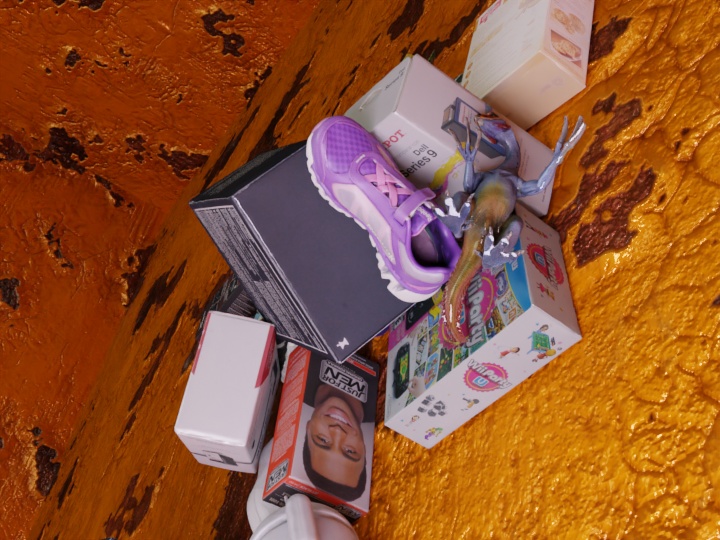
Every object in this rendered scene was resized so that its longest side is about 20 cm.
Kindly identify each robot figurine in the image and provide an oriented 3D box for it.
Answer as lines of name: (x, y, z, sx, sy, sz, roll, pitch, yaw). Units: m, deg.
robot figurine: (-0.045, 0.290, 0.710, 0.200, 0.112, 0.171, -126, 33, -67)

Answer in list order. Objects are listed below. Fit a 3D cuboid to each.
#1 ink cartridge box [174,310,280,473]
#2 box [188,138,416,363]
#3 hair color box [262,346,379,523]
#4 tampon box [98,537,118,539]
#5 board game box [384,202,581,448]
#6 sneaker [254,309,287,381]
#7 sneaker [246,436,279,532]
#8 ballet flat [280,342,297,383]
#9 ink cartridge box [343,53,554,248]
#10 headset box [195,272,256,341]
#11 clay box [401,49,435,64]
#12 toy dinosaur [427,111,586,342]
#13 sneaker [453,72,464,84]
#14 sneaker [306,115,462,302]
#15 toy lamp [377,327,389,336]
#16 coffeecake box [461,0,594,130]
ink cartridge box: (-0.154, 0.155, 0.956, 0.200, 0.082, 0.148, 99, -177, -68)
box: (-0.064, -0.024, 0.846, 0.123, 0.201, 0.198, -37, 17, -17)
hair color box: (-0.039, 0.174, 0.874, 0.061, 0.101, 0.201, -44, 26, 36)
tampon box: (-0.239, 0.411, 0.880, 0.126, 0.199, 0.150, -32, 33, 51)
board game box: (0.108, 0.054, 0.748, 0.200, 0.064, 0.148, -45, 25, 32)
sneaker: (-0.125, 0.071, 1.098, 0.200, 0.078, 0.090, -59, 35, 39)
sneaker: (-0.074, 0.231, 0.920, 0.116, 0.073, 0.200, -56, 19, 19)
ballet flat: (-0.067, 0.124, 1.038, 0.200, 0.071, 0.072, 103, -173, -66)
ink cartridge box: (0.084, -0.114, 0.831, 0.145, 0.200, 0.088, -29, 35, 53)
headset box: (-0.135, 0.055, 1.194, 0.200, 0.148, 0.077, -47, 24, 30)
clay box: (0.053, -0.221, 1.141, 0.200, 0.047, 0.115, 106, -173, -48)
toy dinosaur: (0.109, -0.070, 0.714, 0.201, 0.105, 0.182, -63, -3, 26)
sneaker: (0.120, -0.202, 1.054, 0.115, 0.075, 0.201, -34, 31, 45)
sneaker: (0.030, -0.061, 0.726, 0.080, 0.201, 0.088, -39, 11, -19)
toy lamp: (-0.029, 0.070, 1.058, 0.200, 0.058, 0.058, -16, 47, 59)
coffeecake box: (0.200, -0.268, 0.951, 0.153, 0.073, 0.201, -34, 32, 50)
